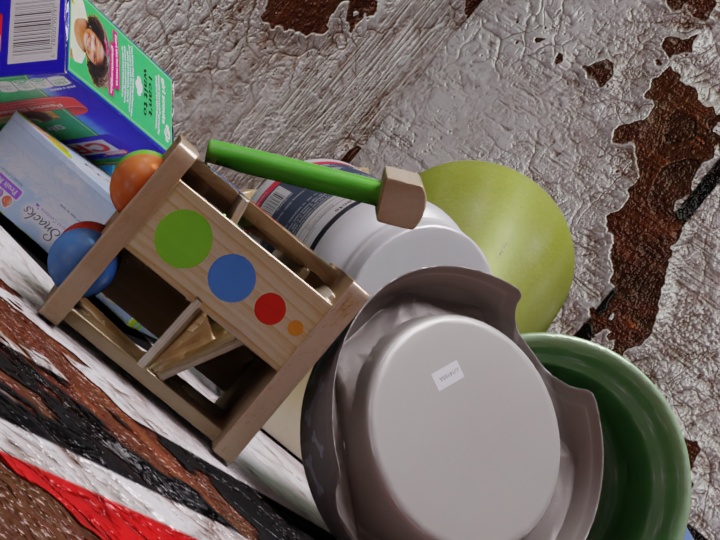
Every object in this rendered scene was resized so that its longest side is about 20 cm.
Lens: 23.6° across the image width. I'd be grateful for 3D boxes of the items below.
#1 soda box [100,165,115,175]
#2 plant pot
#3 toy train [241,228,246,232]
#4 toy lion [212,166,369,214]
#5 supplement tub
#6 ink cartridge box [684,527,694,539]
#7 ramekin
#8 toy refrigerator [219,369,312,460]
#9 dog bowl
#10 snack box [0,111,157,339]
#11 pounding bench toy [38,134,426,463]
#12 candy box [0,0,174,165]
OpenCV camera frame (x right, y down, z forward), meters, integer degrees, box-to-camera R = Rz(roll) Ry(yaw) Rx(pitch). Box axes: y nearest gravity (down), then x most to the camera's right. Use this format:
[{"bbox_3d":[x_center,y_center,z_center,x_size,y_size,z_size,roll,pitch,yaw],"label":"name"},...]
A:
[{"bbox_3d":[-0.229,-0.074,1.482,0.064,0.068,0.200,6,-1,1],"label":"soda box"},{"bbox_3d":[0.086,0.024,1.494,0.187,0.187,0.200,39,23,-5],"label":"plant pot"},{"bbox_3d":[-0.087,-0.006,1.275,0.046,0.034,0.200,40,2,-31],"label":"toy train"},{"bbox_3d":[-0.110,-0.038,1.507,0.199,0.069,0.192,-10,2,34],"label":"toy lion"},{"bbox_3d":[0.000,0.000,1.324,0.140,0.140,0.200,40,-4,-31],"label":"supplement tub"},{"bbox_3d":[0.220,0.254,1.454,0.136,0.076,0.200,-3,-52,50],"label":"ink cartridge box"},{"bbox_3d":[0.110,0.142,1.149,0.200,0.200,0.098,40,-8,-5],"label":"ramekin"},{"bbox_3d":[-0.007,0.122,1.274,0.200,0.070,0.076,40,-1,-8],"label":"toy refrigerator"},{"bbox_3d":[0.051,0.100,1.027,0.200,0.200,0.059,40,-34,-19],"label":"dog bowl"},{"bbox_3d":[-0.179,-0.020,1.264,0.169,0.068,0.200,40,-2,16],"label":"snack box"},{"bbox_3d":[-0.076,-0.021,1.017,0.156,0.200,0.124,40,0,-9],"label":"pounding bench toy"},{"bbox_3d":[-0.251,-0.138,1.283,0.169,0.077,0.200,-3,-13,16],"label":"candy box"}]
